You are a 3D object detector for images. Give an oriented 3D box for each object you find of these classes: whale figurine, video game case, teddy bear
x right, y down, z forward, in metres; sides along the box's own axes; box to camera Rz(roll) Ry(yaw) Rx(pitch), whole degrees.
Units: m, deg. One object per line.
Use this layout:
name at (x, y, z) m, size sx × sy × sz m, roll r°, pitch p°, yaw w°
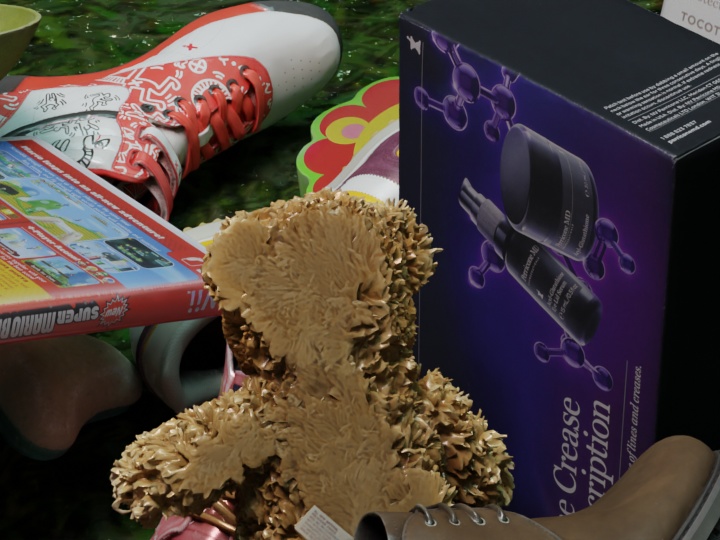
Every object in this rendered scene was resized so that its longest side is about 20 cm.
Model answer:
whale figurine at (-0.189, 0.018, 1.046) m, size 0.200 × 0.104 × 0.159 m, roll 37°, pitch 29°, yaw 10°
video game case at (-0.161, -0.011, 0.936) m, size 0.199 × 0.018 × 0.143 m, roll -7°, pitch 29°, yaw -43°
teddy bear at (-0.012, 0.075, 0.879) m, size 0.144 × 0.201 × 0.067 m, roll -26°, pitch 6°, yaw -15°

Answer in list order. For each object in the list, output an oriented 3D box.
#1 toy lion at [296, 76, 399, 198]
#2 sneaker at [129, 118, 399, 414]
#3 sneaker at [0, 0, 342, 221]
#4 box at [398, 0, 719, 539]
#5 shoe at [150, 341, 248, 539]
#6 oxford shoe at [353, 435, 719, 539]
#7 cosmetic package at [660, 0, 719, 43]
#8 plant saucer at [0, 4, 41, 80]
toy lion at (0.078, -0.041, 1.152) m, size 0.191 × 0.069 × 0.200 m, roll -31°, pitch 45°, yaw -27°
sneaker at (0.000, 0.000, 1.041) m, size 0.199 × 0.075 × 0.090 m, roll -28°, pitch 30°, yaw 3°
sneaker at (-0.087, -0.059, 1.168) m, size 0.200 × 0.068 × 0.108 m, roll -15°, pitch 37°, yaw -15°
box at (0.085, 0.004, 0.951) m, size 0.079 × 0.201 × 0.141 m, roll -25°, pitch 40°, yaw -32°
shoe at (-0.046, 0.084, 0.930) m, size 0.071 × 0.092 × 0.200 m, roll 15°, pitch 37°, yaw 22°
oxford shoe at (0.045, 0.101, 0.825) m, size 0.199 × 0.073 × 0.085 m, roll -33°, pitch 85°, yaw -30°
cosmetic package at (0.267, -0.175, 1.191) m, size 0.166 × 0.201 × 0.167 m, roll 28°, pitch 29°, yaw 36°
plant saucer at (-0.229, -0.083, 1.037) m, size 0.198 × 0.031 × 0.200 m, roll -3°, pitch 13°, yaw 1°
